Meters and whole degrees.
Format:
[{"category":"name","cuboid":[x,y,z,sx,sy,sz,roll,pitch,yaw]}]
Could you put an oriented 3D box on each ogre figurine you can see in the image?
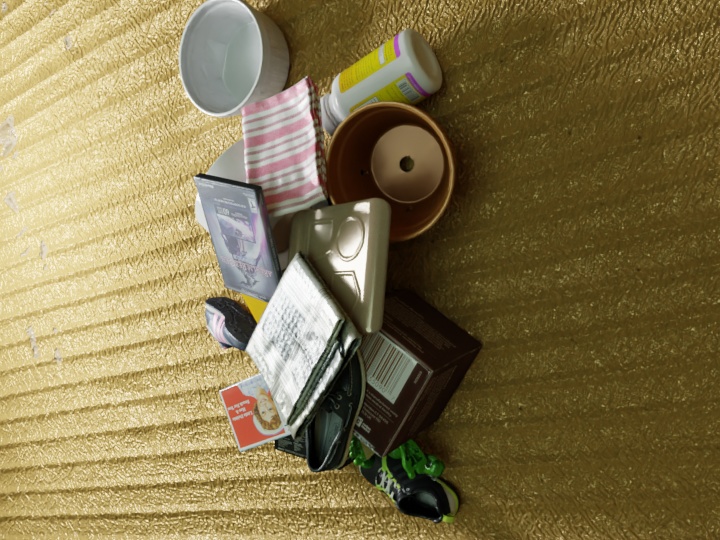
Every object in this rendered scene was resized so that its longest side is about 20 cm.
[{"category":"ogre figurine","cuboid":[0.034,0.279,1.148,0.196,0.120,0.100,6,88,-14]}]

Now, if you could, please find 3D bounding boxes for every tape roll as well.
[{"category":"tape roll","cuboid":[-0.162,-0.111,1.202,0.139,0.202,0.204,42,114,20]}]

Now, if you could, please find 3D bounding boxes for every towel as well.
[{"category":"towel","cuboid":[-0.121,-0.180,1.068,0.144,0.030,0.204,-16,69,29]},{"category":"towel","cuboid":[-0.092,0.104,1.008,0.194,0.034,0.200,-58,45,20]}]

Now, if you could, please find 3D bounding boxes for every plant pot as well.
[{"category":"plant pot","cuboid":[0.058,-0.158,1.080,0.196,0.140,0.204,4,106,16]}]

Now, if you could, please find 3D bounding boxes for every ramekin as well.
[{"category":"ramekin","cuboid":[-0.220,-0.375,1.263,0.197,0.104,0.205,3,97,31]}]

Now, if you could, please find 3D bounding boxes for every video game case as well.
[{"category":"video game case","cuboid":[-0.183,-0.046,1.090,0.141,0.019,0.203,16,128,37]}]

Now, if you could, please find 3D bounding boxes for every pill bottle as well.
[{"category":"pill bottle","cuboid":[0.025,-0.289,1.124,0.198,0.104,0.106,-24,83,31]}]

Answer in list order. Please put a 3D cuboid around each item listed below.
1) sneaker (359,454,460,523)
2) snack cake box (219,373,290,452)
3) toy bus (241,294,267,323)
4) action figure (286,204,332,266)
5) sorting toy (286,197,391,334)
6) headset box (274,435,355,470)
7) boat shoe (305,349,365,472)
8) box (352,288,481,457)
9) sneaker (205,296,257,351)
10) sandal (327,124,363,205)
[{"category":"sneaker","cuboid":[0.074,0.361,1.179,0.197,0.082,0.073,16,103,29]},{"category":"snack cake box","cuboid":[-0.141,0.227,1.216,0.198,0.067,0.117,-25,85,32]},{"category":"toy bus","cuboid":[-0.168,0.045,1.293,0.065,0.078,0.202,-38,76,29]},{"category":"action figure","cuboid":[-0.049,-0.002,1.131,0.118,0.101,0.204,14,116,47]},{"category":"sorting toy","cuboid":[-0.034,-0.003,1.027,0.198,0.036,0.189,-2,80,45]},{"category":"headset box","cuboid":[-0.074,0.231,1.259,0.146,0.077,0.204,7,98,30]},{"category":"boat shoe","cuboid":[-0.045,0.197,1.010,0.074,0.066,0.203,21,106,29]},{"category":"box","cuboid":[0.056,0.151,1.099,0.165,0.199,0.166,36,112,23]},{"category":"sneaker","cuboid":[-0.239,0.120,1.329,0.200,0.069,0.084,36,126,54]},{"category":"sandal","cuboid":[-0.030,-0.151,1.163,0.047,0.075,0.203,19,131,25]}]
